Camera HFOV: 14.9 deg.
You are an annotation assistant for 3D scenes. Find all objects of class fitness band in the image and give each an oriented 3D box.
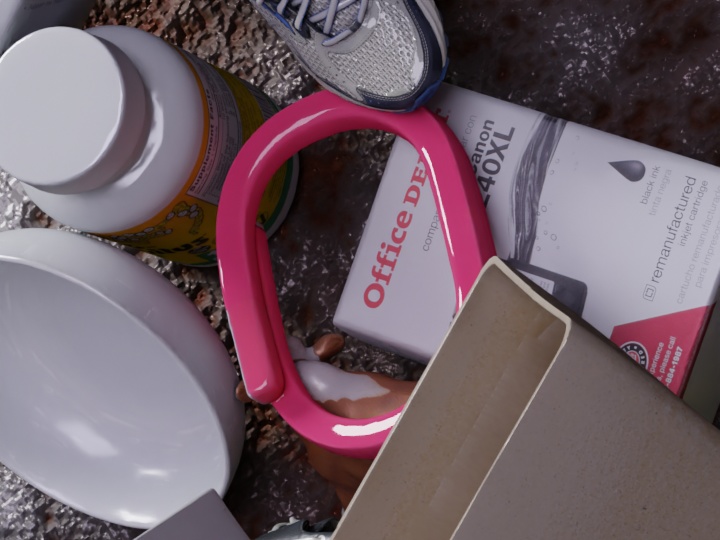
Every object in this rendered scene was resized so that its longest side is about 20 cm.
[{"bbox_3d":[0.000,0.000,1.417,0.144,0.037,0.200,-21,65,17],"label":"fitness band"}]

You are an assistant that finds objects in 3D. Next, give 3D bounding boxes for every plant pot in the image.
[{"bbox_3d":[0.103,0.135,1.267,0.177,0.200,0.200,29,94,-11],"label":"plant pot"}]

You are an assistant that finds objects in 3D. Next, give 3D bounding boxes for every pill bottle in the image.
[{"bbox_3d":[-0.120,-0.069,1.485,0.113,0.200,0.113,-3,81,21],"label":"pill bottle"}]

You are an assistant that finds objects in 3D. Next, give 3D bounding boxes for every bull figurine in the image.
[{"bbox_3d":[0.024,0.097,1.444,0.200,0.122,0.065,9,41,37],"label":"bull figurine"}]

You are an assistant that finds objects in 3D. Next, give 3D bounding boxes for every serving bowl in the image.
[{"bbox_3d":[-0.144,0.049,1.506,0.200,0.200,0.066,15,48,23],"label":"serving bowl"}]

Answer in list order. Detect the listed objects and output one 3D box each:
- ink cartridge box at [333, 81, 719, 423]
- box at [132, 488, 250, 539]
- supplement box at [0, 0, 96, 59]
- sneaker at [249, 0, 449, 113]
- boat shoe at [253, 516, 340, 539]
[{"bbox_3d":[0.103,-0.003,1.448,0.200,0.083,0.145,19,88,24],"label":"ink cartridge box"},{"bbox_3d":[-0.122,0.224,1.421,0.124,0.097,0.200,53,128,5],"label":"box"},{"bbox_3d":[-0.182,-0.195,1.445,0.101,0.103,0.200,37,115,12],"label":"supplement box"},{"bbox_3d":[-0.039,-0.155,1.405,0.200,0.085,0.077,46,107,15],"label":"sneaker"},{"bbox_3d":[-0.017,0.160,1.444,0.200,0.076,0.060,3,73,40],"label":"boat shoe"}]
